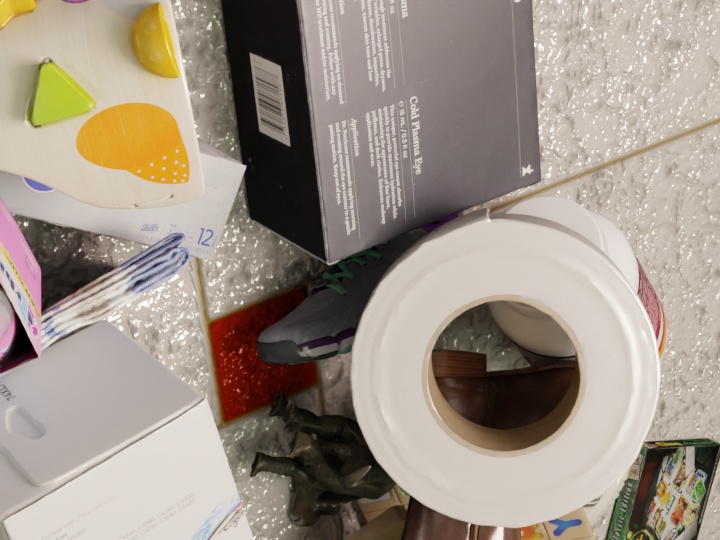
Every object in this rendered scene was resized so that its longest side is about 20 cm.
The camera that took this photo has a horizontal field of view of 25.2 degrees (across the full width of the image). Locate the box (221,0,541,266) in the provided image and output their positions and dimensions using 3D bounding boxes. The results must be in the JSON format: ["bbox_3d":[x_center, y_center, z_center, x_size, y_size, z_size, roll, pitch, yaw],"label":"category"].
[{"bbox_3d":[0.016,-0.134,1.067,0.182,0.104,0.201,-20,120,-28],"label":"box"}]

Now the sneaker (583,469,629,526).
[{"bbox_3d":[0.128,0.177,1.264,0.088,0.076,0.200,25,118,-32],"label":"sneaker"}]

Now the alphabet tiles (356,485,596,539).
[{"bbox_3d":[0.090,0.195,1.242,0.167,0.008,0.200,-14,121,17],"label":"alphabet tiles"}]

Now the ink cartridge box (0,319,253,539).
[{"bbox_3d":[-0.165,0.166,1.027,0.146,0.147,0.200,-29,124,-23],"label":"ink cartridge box"}]

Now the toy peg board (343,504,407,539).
[{"bbox_3d":[0.012,0.313,1.211,0.199,0.098,0.200,-36,128,5],"label":"toy peg board"}]

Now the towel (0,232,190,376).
[{"bbox_3d":[-0.199,0.044,0.960,0.200,0.147,0.024,-33,95,-24],"label":"towel"}]

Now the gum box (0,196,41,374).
[{"bbox_3d":[-0.276,0.037,0.870,0.200,0.114,0.066,-24,116,0],"label":"gum box"}]

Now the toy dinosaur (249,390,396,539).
[{"bbox_3d":[-0.014,0.133,1.140,0.102,0.200,0.077,22,67,-18],"label":"toy dinosaur"}]

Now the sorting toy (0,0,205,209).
[{"bbox_3d":[-0.192,-0.131,0.876,0.179,0.201,0.107,-12,156,-6],"label":"sorting toy"}]

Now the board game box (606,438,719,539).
[{"bbox_3d":[0.265,0.250,1.464,0.105,0.023,0.201,2,106,-40],"label":"board game box"}]

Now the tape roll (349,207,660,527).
[{"bbox_3d":[0.094,0.063,1.058,0.202,0.071,0.203,1,97,5],"label":"tape roll"}]

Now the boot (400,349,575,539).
[{"bbox_3d":[0.116,0.164,1.132,0.186,0.064,0.201,4,71,0],"label":"boot"}]

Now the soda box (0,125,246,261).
[{"bbox_3d":[-0.172,-0.065,0.981,0.200,0.063,0.068,13,102,-39],"label":"soda box"}]

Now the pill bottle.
[{"bbox_3d":[0.158,0.020,1.192,0.113,0.113,0.200,-54,152,-6],"label":"pill bottle"}]

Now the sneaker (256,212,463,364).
[{"bbox_3d":[0.000,0.000,1.146,0.200,0.074,0.088,-24,104,-36],"label":"sneaker"}]
